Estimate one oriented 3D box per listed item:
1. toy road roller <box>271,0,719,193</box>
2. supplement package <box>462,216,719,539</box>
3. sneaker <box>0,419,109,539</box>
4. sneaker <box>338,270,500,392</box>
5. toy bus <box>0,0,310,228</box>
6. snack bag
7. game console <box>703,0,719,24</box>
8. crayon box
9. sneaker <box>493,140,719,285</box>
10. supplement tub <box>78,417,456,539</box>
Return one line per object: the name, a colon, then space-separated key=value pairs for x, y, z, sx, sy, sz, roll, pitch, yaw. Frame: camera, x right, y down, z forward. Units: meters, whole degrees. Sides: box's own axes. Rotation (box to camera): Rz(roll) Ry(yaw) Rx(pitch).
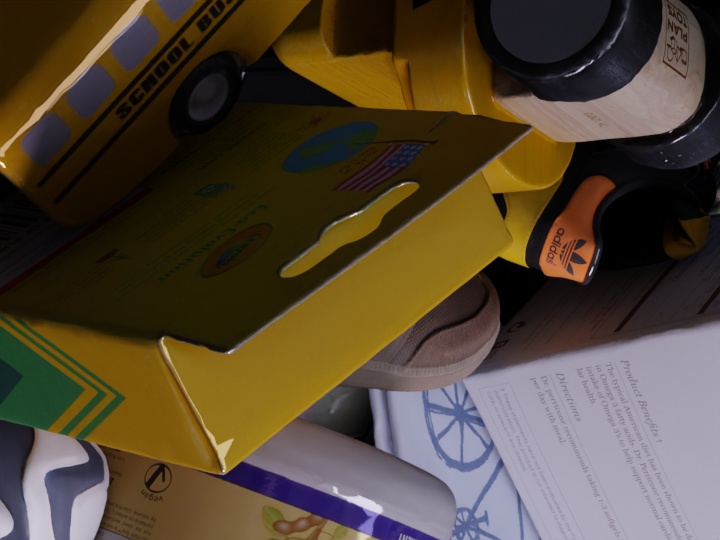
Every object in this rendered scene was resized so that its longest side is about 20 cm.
toy road roller: x=0.049 y=-0.127 z=0.896 sx=0.123 sy=0.146 sz=0.200 roll=24 pitch=65 yaw=-60
supplement package: x=0.167 y=0.047 z=1.074 sx=0.117 sy=0.200 sz=0.117 roll=-43 pitch=113 yaw=-47
sneaker: x=-0.172 y=0.127 z=0.850 sx=0.130 sy=0.079 sz=0.199 roll=27 pitch=86 yaw=-44
sneaker: x=0.000 y=0.000 z=0.985 sx=0.200 sy=0.070 sz=0.076 roll=-5 pitch=125 yaw=-53
toy bus: x=-0.051 y=-0.109 z=0.800 sx=0.200 sy=0.065 sz=0.078 roll=-48 pitch=149 yaw=-5
snack bag: x=0.078 y=0.114 z=1.123 sx=0.200 sy=0.021 sz=0.189 roll=-2 pitch=80 yaw=-51
game console: x=0.267 y=-0.060 z=1.078 sx=0.200 sy=0.116 sz=0.176 roll=-23 pitch=136 yaw=31
crayon box: x=-0.045 y=0.000 z=0.791 sx=0.127 sy=0.200 sz=0.051 roll=-37 pitch=115 yaw=-28
sneaker: x=0.124 y=-0.035 z=1.099 sx=0.200 sy=0.090 sz=0.070 roll=-17 pitch=136 yaw=-45
supplement tub: x=-0.062 y=0.149 z=0.936 sx=0.145 sy=0.145 sz=0.200 roll=32 pitch=76 yaw=-61
